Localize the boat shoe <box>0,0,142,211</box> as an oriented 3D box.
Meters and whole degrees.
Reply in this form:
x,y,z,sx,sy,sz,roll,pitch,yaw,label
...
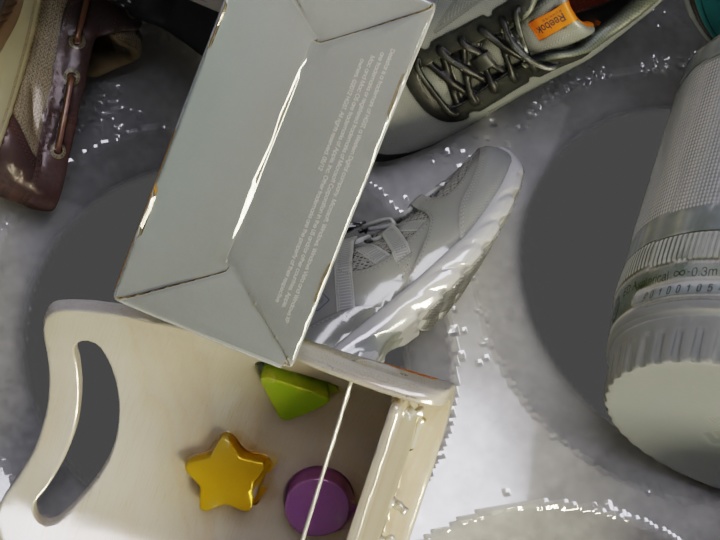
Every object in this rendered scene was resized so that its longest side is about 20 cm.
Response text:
x,y,z,sx,sy,sz,roll,pitch,yaw,label
-0.142,-0.121,1.035,0.072,0.072,0.201,24,62,-16,boat shoe

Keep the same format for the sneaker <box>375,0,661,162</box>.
x,y,z,sx,sy,sz,roll,pitch,yaw,label
0.068,-0.118,1.021,0.200,0.079,0.074,-33,110,14,sneaker

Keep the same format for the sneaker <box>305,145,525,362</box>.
x,y,z,sx,sy,sz,roll,pitch,yaw,label
0.000,0.000,0.998,0.082,0.075,0.200,43,67,8,sneaker

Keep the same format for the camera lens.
x,y,z,sx,sy,sz,roll,pitch,yaw,label
0.210,-0.009,0.993,0.159,0.160,0.201,21,65,-1,camera lens

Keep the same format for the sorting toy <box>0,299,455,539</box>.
x,y,z,sx,sy,sz,roll,pitch,yaw,label
-0.067,0.094,0.911,0.179,0.201,0.107,20,21,6,sorting toy

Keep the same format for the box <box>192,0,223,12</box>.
x,y,z,sx,sy,sz,roll,pitch,yaw,label
-0.074,-0.234,0.914,0.127,0.109,0.201,22,82,-2,box

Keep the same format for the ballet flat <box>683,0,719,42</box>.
x,y,z,sx,sy,sz,roll,pitch,yaw,label
0.227,-0.127,1.069,0.200,0.069,0.070,31,60,-34,ballet flat

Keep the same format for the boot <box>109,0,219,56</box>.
x,y,z,sx,sy,sz,roll,pitch,yaw,label
-0.031,-0.178,1.009,0.154,0.073,0.204,40,79,-6,boot

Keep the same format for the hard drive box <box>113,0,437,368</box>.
x,y,z,sx,sy,sz,roll,pitch,yaw,label
-0.027,-0.071,0.875,0.077,0.200,0.156,22,106,-3,hard drive box
